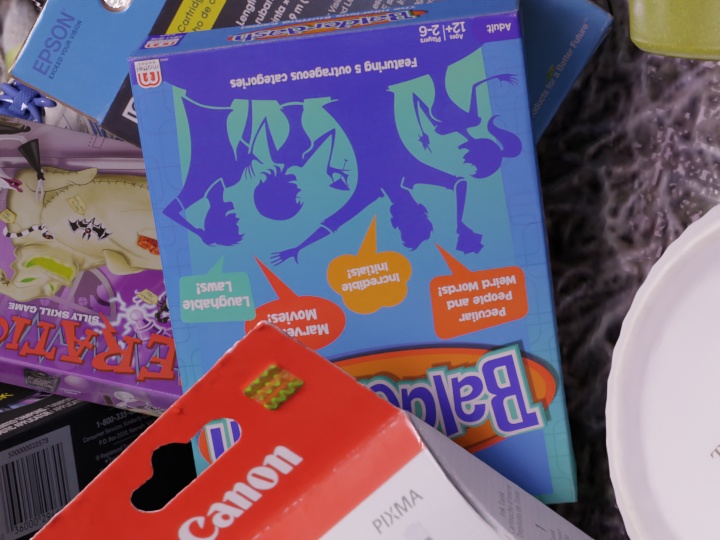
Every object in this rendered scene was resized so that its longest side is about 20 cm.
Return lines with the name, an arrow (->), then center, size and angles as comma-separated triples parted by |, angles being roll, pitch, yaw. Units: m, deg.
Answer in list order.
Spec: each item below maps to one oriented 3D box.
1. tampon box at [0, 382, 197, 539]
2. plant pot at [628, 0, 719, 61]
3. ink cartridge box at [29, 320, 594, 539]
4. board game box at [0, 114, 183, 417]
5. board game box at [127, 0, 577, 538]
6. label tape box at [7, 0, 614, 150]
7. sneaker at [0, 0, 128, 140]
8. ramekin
tampon box -> -0.182, 0.110, 1.051 | 0.200, 0.150, 0.127 | 4, 106, 39
plant pot -> 0.159, -0.172, 0.804 | 0.200, 0.200, 0.193 | 8, 104, 39
ink cartridge box -> -0.010, 0.129, 0.907 | 0.162, 0.200, 0.050 | -43, 27, 28
board game box -> -0.113, -0.002, 0.993 | 0.200, 0.032, 0.120 | 12, 63, 0
board game box -> 0.000, 0.000, 0.908 | 0.152, 0.045, 0.200 | -7, 107, 6
label tape box -> -0.019, -0.097, 0.935 | 0.200, 0.063, 0.144 | 29, 109, -7
sneaker -> -0.138, -0.072, 1.087 | 0.075, 0.088, 0.200 | 13, 93, 41
ramekin -> 0.177, 0.055, 0.816 | 0.202, 0.094, 0.203 | -3, 85, 39
